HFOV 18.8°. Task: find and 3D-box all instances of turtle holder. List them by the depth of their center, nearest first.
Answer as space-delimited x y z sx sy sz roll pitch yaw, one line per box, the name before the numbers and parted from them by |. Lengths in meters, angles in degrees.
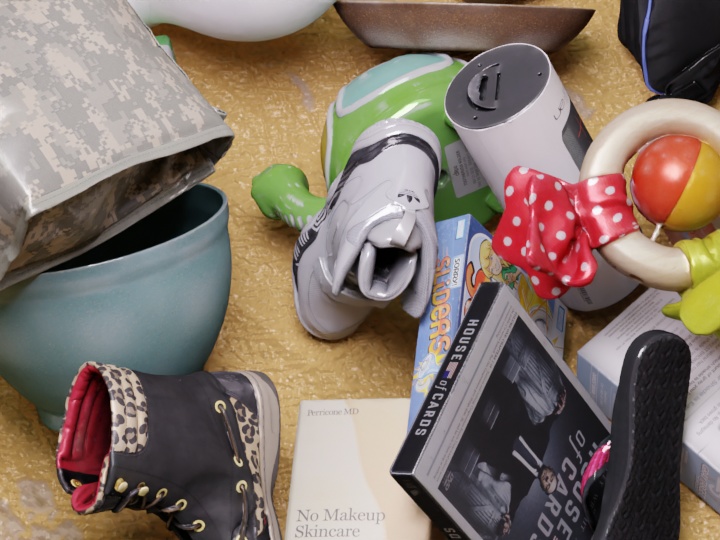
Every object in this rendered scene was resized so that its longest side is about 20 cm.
turtle holder | 0.027 -0.079 1.594 0.186 0.141 0.132 -46 40 12

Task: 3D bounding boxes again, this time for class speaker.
speaker | 0.132 -0.063 1.517 0.081 0.200 0.081 -19 42 18

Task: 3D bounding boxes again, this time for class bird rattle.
bird rattle | 0.195 -0.036 1.438 0.199 0.113 0.164 23 73 13

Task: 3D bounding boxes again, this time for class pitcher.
pitcher | -0.093 -0.233 1.650 0.199 0.171 0.122 -3 96 37

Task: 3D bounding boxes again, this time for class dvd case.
dvd case | 0.104 0.127 1.418 0.025 0.200 0.151 0 52 41

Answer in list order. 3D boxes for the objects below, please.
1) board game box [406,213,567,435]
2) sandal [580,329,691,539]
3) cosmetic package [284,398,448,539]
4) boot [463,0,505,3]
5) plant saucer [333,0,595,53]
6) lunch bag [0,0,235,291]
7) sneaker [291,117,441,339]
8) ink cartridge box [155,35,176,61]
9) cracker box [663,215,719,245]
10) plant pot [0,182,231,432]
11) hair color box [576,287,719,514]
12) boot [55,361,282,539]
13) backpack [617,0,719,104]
board game box | 0.087 0.081 1.478 0.034 0.135 0.201 -15 52 33
sandal | 0.179 0.137 1.446 0.045 0.075 0.201 12 94 49
cosmetic package | 0.004 0.188 1.447 0.105 0.071 0.201 -3 58 11
boot | 0.144 -0.297 1.748 0.199 0.072 0.155 -15 51 -14
plant saucer | 0.077 -0.183 1.637 0.199 0.200 0.037 2 95 5
lunch bag | -0.198 -0.103 1.409 0.200 0.118 0.164 -29 74 -40
sneaker | 0.000 0.000 1.491 0.075 0.200 0.115 15 42 -12
ink cartridge box | -0.199 -0.105 1.579 0.145 0.084 0.200 -11 16 -3
cracker box | 0.314 -0.050 1.554 0.199 0.058 0.134 -11 55 -23
plant pot | -0.177 0.031 1.504 0.199 0.135 0.200 -10 18 3
hair color box | 0.254 0.101 1.495 0.099 0.061 0.200 -39 62 -19
boot | -0.123 0.156 1.417 0.073 0.150 0.201 -7 75 45
backpack | 0.291 -0.236 1.642 0.190 0.201 0.154 -7 44 -4
